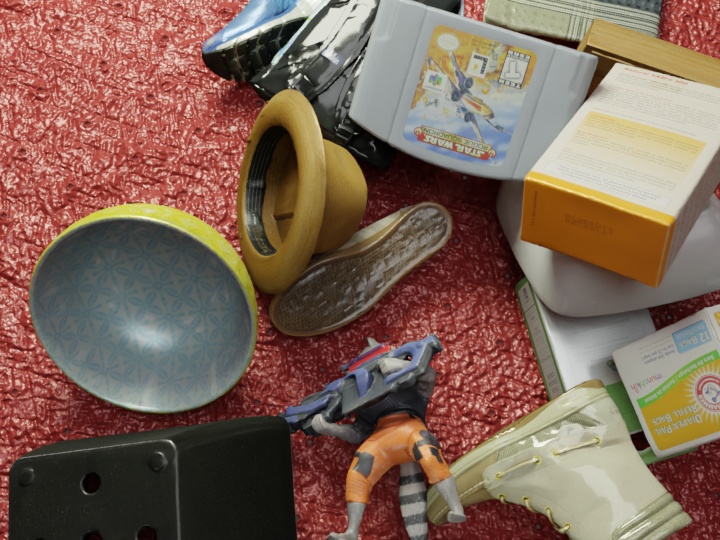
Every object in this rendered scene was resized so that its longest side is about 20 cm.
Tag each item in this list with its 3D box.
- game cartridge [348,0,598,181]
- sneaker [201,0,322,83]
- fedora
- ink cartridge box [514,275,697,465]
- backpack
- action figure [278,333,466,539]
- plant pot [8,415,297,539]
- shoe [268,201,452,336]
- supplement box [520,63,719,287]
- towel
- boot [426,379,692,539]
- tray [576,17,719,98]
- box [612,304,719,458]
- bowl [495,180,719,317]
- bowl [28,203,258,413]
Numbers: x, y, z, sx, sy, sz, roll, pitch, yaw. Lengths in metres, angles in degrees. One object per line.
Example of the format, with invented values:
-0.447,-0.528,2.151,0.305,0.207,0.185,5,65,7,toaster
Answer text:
0.097,-0.156,0.862,0.200,0.042,0.133,16,100,1,game cartridge
-0.090,-0.271,0.998,0.200,0.079,0.089,-40,72,-23,sneaker
-0.051,-0.069,0.884,0.082,0.201,0.201,4,71,-26,fedora
0.229,0.089,0.911,0.104,0.059,0.200,-13,75,-9,ink cartridge box
0.016,-0.217,0.958,0.163,0.154,0.200,31,95,8,backpack
0.009,0.152,0.858,0.200,0.105,0.194,-24,46,27,action figure
-0.171,0.214,0.758,0.200,0.177,0.200,-9,73,12,plant pot
0.000,0.000,0.932,0.200,0.053,0.070,-31,99,-9,shoe
0.238,-0.089,0.830,0.126,0.074,0.200,22,50,26,supplement box
0.239,-0.333,1.061,0.200,0.035,0.193,12,75,-3,towel
0.163,0.208,0.831,0.200,0.072,0.155,-35,71,11,boot
0.316,-0.187,0.982,0.200,0.099,0.037,20,74,2,tray
0.341,0.084,0.853,0.200,0.112,0.101,-10,72,-36,box
0.242,-0.058,0.904,0.200,0.075,0.200,-10,44,-7,bowl
-0.183,0.018,0.867,0.200,0.200,0.108,9,29,-1,bowl
